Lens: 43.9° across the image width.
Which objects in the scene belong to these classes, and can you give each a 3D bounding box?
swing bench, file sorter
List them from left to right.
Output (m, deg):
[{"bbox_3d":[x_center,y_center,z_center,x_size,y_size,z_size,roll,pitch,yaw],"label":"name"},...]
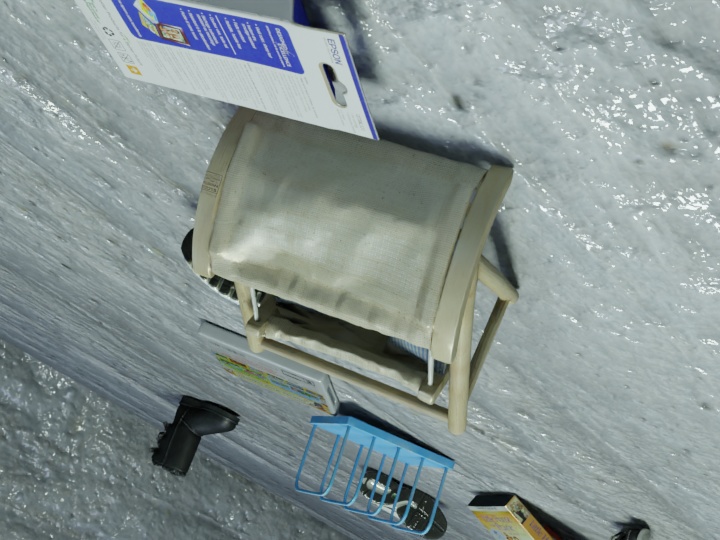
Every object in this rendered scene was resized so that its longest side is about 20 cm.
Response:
[{"bbox_3d":[0.000,0.000,0.650,0.198,0.130,0.200,18,158,20],"label":"swing bench"},{"bbox_3d":[0.017,0.319,1.396,0.199,0.124,0.139,27,160,-22],"label":"file sorter"}]

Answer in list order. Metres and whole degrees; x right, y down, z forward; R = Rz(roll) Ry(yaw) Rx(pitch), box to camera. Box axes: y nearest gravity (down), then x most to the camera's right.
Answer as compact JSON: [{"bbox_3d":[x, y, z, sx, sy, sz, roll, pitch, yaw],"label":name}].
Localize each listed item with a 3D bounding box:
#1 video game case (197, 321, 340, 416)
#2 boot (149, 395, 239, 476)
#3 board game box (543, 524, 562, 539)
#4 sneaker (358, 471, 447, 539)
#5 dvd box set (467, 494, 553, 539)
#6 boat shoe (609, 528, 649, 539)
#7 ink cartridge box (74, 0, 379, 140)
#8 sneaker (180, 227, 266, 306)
[{"bbox_3d":[-0.131,0.149,1.329,0.199,0.023,0.182,20,159,14],"label":"video game case"},{"bbox_3d":[-0.361,0.366,1.929,0.197,0.163,0.073,7,155,41],"label":"boot"},{"bbox_3d":[0.366,0.535,1.583,0.153,0.040,0.200,42,166,21],"label":"board game box"},{"bbox_3d":[0.084,0.471,1.816,0.200,0.076,0.115,33,169,3],"label":"sneaker"},{"bbox_3d":[0.278,0.455,1.480,0.200,0.029,0.146,50,156,-3],"label":"dvd box set"},{"bbox_3d":[0.384,0.406,1.283,0.060,0.074,0.200,11,164,23],"label":"boat shoe"},{"bbox_3d":[-0.080,-0.139,0.541,0.199,0.037,0.095,20,158,23],"label":"ink cartridge box"},{"bbox_3d":[-0.087,0.021,0.879,0.199,0.079,0.089,29,157,-9],"label":"sneaker"}]
